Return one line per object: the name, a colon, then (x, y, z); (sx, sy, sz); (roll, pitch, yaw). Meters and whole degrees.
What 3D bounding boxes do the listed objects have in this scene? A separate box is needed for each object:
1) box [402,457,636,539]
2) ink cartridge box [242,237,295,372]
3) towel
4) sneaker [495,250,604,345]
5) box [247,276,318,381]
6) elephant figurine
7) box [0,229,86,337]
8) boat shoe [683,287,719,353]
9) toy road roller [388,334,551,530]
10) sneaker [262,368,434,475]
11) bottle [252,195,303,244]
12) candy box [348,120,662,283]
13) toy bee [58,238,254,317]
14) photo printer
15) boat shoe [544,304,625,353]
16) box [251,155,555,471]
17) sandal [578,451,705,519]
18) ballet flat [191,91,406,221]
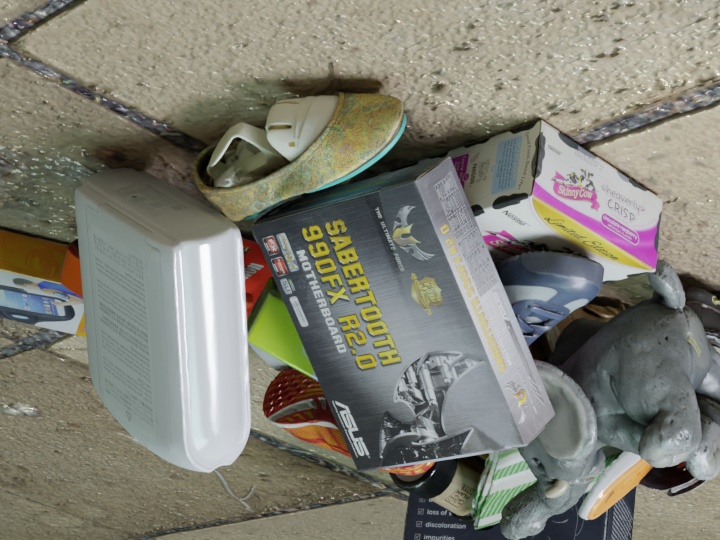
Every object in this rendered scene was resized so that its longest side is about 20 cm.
box: (0.150, 0.239, 1.818); (0.198, 0.199, 0.124); (1, 157, 20)
ink cartridge box: (-0.058, 0.038, 1.623); (0.198, 0.048, 0.160); (18, 156, -23)
towel: (0.166, 0.146, 1.587); (0.151, 0.024, 0.201); (-16, 151, -12)
sneaker: (0.104, 0.045, 1.372); (0.070, 0.083, 0.200); (17, 156, -23)
box: (0.006, 0.075, 1.501); (0.199, 0.048, 0.122); (30, -177, -5)
elephant figurine: (0.165, 0.102, 1.424); (0.198, 0.157, 0.141); (-10, 153, 32)
box: (-0.311, 0.003, 1.650); (0.198, 0.042, 0.119); (12, 157, -11)
boat shoe: (0.292, 0.070, 1.541); (0.071, 0.061, 0.201); (-2, 161, 25)
toy road roller: (0.101, 0.114, 1.685); (0.200, 0.147, 0.123); (-43, 136, 15)
sneaker: (0.003, 0.128, 1.640); (0.077, 0.074, 0.199); (30, 173, -42)
bottle: (0.000, 0.000, 1.481); (0.083, 0.066, 0.199); (7, 162, 45)
candy box: (0.097, -0.031, 1.383); (0.136, 0.062, 0.199); (27, 151, -35)
toy bee: (-0.145, 0.038, 1.570); (0.108, 0.201, 0.131); (-29, 172, -48)
photo printer: (-0.146, 0.042, 1.430); (0.069, 0.202, 0.166); (-16, -153, -31)
boat shoe: (0.198, 0.059, 1.556); (0.069, 0.074, 0.200); (-26, 148, 15)
box: (0.029, 0.035, 1.345); (0.157, 0.048, 0.202); (-12, 106, 41)
sandal: (0.260, 0.164, 1.616); (0.059, 0.206, 0.079); (42, 141, 17)
ballet flat: (-0.051, -0.084, 1.319); (0.070, 0.071, 0.199); (23, 154, -30)
